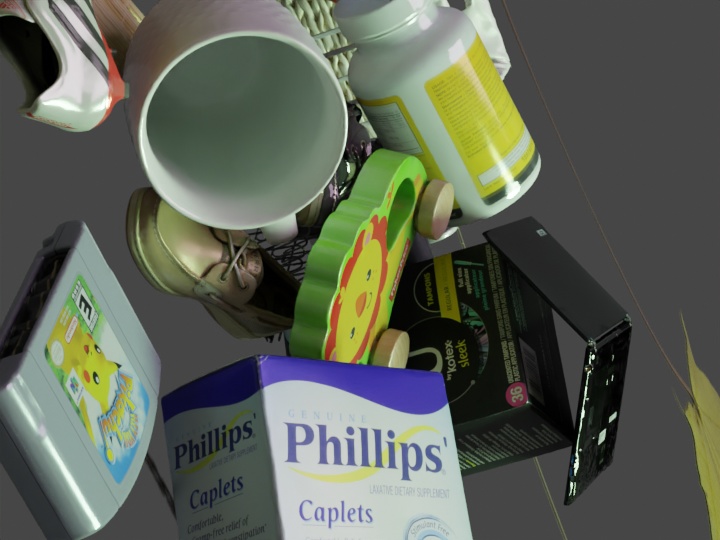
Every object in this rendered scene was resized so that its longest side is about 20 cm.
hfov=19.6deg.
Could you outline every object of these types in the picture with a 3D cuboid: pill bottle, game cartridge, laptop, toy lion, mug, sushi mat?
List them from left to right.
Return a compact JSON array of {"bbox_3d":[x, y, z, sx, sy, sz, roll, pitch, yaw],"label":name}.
[{"bbox_3d":[-0.176,0.072,1.300,0.200,0.040,0.133,-77,150,-57],"label":"game cartridge"},{"bbox_3d":[-0.196,-0.200,1.525,0.200,0.012,0.096,53,27,-47],"label":"sushi mat"},{"bbox_3d":[-0.090,-0.109,1.500,0.175,0.148,0.200,-118,-175,-62],"label":"mug"},{"bbox_3d":[0.000,0.000,1.568,0.192,0.069,0.200,49,57,-71],"label":"toy lion"},{"bbox_3d":[0.058,-0.142,1.691,0.200,0.112,0.112,61,21,-25],"label":"pill bottle"},{"bbox_3d":[0.153,0.068,1.680,0.177,0.103,0.200,-18,117,-71],"label":"laptop"}]

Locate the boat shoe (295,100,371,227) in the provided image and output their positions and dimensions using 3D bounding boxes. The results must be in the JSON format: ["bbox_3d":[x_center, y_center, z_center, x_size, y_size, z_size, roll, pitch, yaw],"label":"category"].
[{"bbox_3d":[-0.022,-0.091,1.623,0.200,0.065,0.072,-97,-159,-64],"label":"boat shoe"}]

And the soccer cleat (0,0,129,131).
[{"bbox_3d":[-0.215,-0.185,1.369,0.085,0.069,0.200,-4,72,-52],"label":"soccer cleat"}]

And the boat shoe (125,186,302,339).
[{"bbox_3d":[-0.100,-0.006,1.521,0.200,0.065,0.072,44,49,-52],"label":"boat shoe"}]

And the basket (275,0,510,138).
[{"bbox_3d":[0.032,-0.243,2.012,0.200,0.161,0.198,-53,124,-68],"label":"basket"}]

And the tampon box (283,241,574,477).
[{"bbox_3d":[0.054,0.086,1.710,0.126,0.200,0.150,41,35,-58],"label":"tampon box"}]

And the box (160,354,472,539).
[{"bbox_3d":[-0.024,0.170,1.441,0.184,0.105,0.200,8,64,-43],"label":"box"}]

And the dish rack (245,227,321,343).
[{"bbox_3d":[-0.073,-0.045,1.688,0.200,0.055,0.153,-79,146,-56],"label":"dish rack"}]

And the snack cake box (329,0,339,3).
[{"bbox_3d":[-0.031,-0.268,1.737,0.067,0.115,0.200,-67,157,3],"label":"snack cake box"}]

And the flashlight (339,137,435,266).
[{"bbox_3d":[0.027,-0.019,1.785,0.068,0.068,0.200,37,-24,50],"label":"flashlight"}]

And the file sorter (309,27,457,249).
[{"bbox_3d":[0.003,-0.119,1.871,0.139,0.124,0.200,-59,129,-68],"label":"file sorter"}]
